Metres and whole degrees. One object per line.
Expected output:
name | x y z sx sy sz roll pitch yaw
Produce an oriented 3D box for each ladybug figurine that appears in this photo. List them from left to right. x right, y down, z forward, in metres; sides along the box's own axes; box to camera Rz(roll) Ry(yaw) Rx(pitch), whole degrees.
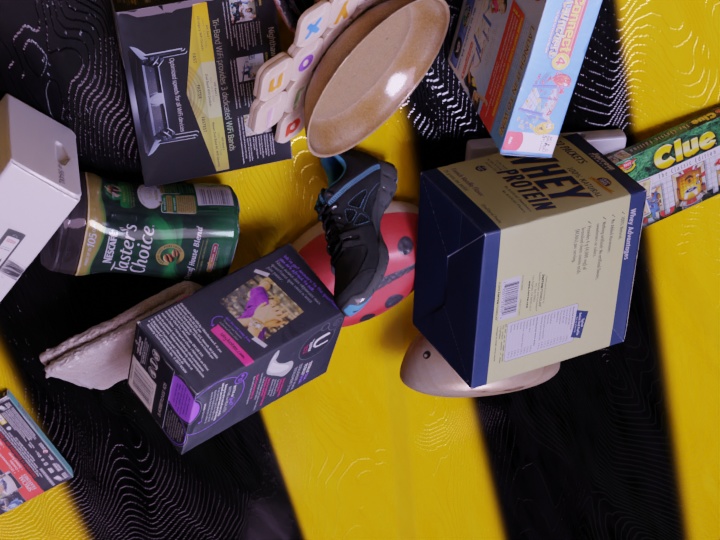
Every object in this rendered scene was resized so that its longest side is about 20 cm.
ladybug figurine | 0.000 0.000 1.795 0.199 0.072 0.136 -30 126 5
ladybug figurine | 0.139 0.093 1.860 0.199 0.136 0.073 -7 106 -27

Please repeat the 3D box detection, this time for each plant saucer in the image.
plant saucer | 0.007 -0.201 1.624 0.200 0.035 0.200 -42 163 -16

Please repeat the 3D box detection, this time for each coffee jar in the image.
coffee jar | -0.230 -0.043 1.688 0.198 0.086 0.105 4 132 -18

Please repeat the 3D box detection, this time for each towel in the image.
towel | -0.235 0.074 1.754 0.199 0.035 0.132 -27 161 13

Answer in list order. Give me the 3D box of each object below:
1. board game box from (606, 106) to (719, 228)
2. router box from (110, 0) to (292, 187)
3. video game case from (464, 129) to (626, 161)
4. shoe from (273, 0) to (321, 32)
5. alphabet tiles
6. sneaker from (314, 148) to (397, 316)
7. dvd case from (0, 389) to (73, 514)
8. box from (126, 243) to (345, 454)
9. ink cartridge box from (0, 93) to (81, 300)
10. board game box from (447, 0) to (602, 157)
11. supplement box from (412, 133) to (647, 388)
board game box | 0.365 -0.117 1.834 0.199 0.023 0.105 -24 126 -8
router box | -0.156 -0.192 1.628 0.156 0.052 0.201 -11 126 -9
video game case | 0.199 -0.062 1.839 0.181 0.024 0.201 -5 125 -12
shoe | -0.046 -0.322 1.534 0.071 0.091 0.201 14 133 24
alphabet tiles | -0.031 -0.212 1.594 0.200 0.015 0.196 -38 160 -28
sneaker | -0.016 -0.042 1.695 0.082 0.201 0.073 25 138 -24
dvd case | -0.449 0.230 1.858 0.199 0.022 0.146 -29 127 3
box | -0.129 0.080 1.696 0.199 0.106 0.123 -28 155 -32
ink cartridge box | -0.367 -0.053 1.606 0.084 0.146 0.200 30 111 -29
board game box | 0.159 -0.246 1.592 0.055 0.196 0.201 4 123 -18
supplement box | 0.176 -0.012 1.743 0.199 0.134 0.201 -15 128 -24
